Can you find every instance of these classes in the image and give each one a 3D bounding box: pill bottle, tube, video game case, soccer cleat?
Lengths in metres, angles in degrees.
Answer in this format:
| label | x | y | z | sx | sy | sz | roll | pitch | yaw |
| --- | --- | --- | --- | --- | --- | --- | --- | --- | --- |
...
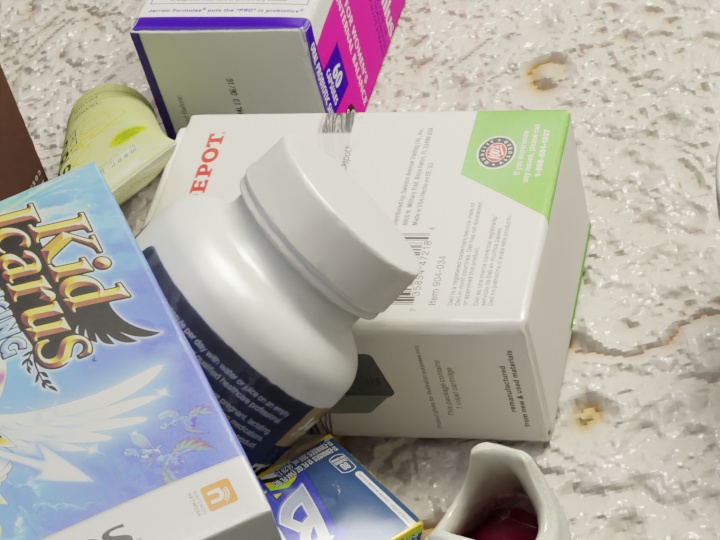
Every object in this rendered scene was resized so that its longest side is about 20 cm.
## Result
| label | x | y | z | sx | sy | sz | roll | pitch | yaw |
| --- | --- | --- | --- | --- | --- | --- | --- | --- | --- |
| pill bottle | -0.072 | 0.040 | 0.922 | 0.200 | 0.111 | 0.111 | -44 | 44 | 12 |
| tube | -0.126 | -0.058 | 1.091 | 0.052 | 0.058 | 0.200 | 11 | 12 | -8 |
| video game case | -0.146 | 0.066 | 0.803 | 0.181 | 0.046 | 0.200 | -23 | 49 | -10 |
| soccer cleat | 0.030 | 0.158 | 0.871 | 0.070 | 0.087 | 0.200 | 7 | 50 | 23 |

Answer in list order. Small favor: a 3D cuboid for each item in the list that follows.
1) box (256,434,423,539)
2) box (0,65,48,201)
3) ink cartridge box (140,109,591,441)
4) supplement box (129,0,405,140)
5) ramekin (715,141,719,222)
| label | x | y | z | sx | sy | sz | roll | pitch | yaw |
| --- | --- | --- | --- | --- | --- | --- | --- | --- | --- |
| box | -0.070 | 0.150 | 0.881 | 0.200 | 0.070 | 0.064 | -28 | 54 | -33 |
| box | -0.234 | -0.078 | 1.104 | 0.075 | 0.200 | 0.100 | 7 | 50 | 20 |
| ink cartridge box | 0.000 | 0.000 | 1.037 | 0.199 | 0.084 | 0.146 | 0 | 46 | 17 |
| supplement box | -0.040 | -0.161 | 1.196 | 0.103 | 0.101 | 0.201 | 1 | 48 | 18 |
| ramekin | 0.261 | -0.015 | 0.956 | 0.199 | 0.105 | 0.201 | -9 | 44 | 9 |
